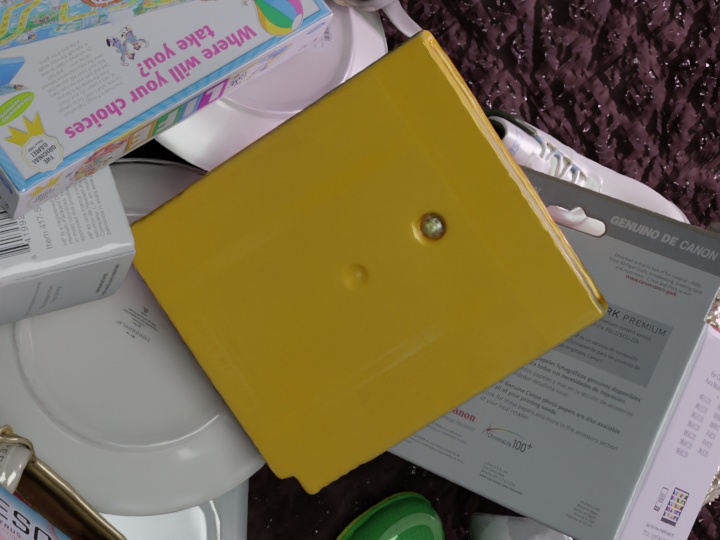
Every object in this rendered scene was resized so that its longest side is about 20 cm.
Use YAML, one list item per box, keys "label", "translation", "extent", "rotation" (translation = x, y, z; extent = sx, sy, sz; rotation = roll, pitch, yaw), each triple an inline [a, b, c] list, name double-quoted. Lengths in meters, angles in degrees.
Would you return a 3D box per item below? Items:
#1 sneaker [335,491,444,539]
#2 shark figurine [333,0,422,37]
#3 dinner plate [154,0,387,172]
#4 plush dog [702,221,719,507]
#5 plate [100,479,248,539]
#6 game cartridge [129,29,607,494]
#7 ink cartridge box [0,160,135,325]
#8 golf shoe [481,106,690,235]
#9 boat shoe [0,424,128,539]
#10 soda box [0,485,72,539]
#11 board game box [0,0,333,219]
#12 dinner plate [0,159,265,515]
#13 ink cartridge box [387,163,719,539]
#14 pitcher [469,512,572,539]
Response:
- label: "sneaker"
  translation: [0.002, 0.219, 1.248]
  extent: [0.074, 0.084, 0.200]
  rotation: [44, 61, -24]
- label: "shark figurine"
  translation: [0.012, -0.224, 1.249]
  extent: [0.128, 0.089, 0.215]
  rotation: [31, 32, -47]
- label: "dinner plate"
  translation: [-0.064, -0.142, 1.195]
  extent: [0.200, 0.024, 0.200]
  rotation: [15, 61, -30]
- label: "plush dog"
  translation: [0.167, 0.064, 1.292]
  extent: [0.160, 0.200, 0.172]
  rotation: [50, 36, 14]
- label: "plate"
  translation: [-0.150, 0.191, 1.213]
  extent: [0.200, 0.032, 0.200]
  rotation: [0, 88, -25]
- label: "game cartridge"
  translation: [0.000, 0.000, 1.138]
  extent: [0.200, 0.032, 0.176]
  rotation: [-32, 95, 16]
- label: "ink cartridge box"
  translation: [-0.236, -0.040, 1.119]
  extent: [0.200, 0.086, 0.147]
  rotation: [-15, 75, -18]
- label: "golf shoe"
  translation: [0.098, -0.048, 1.257]
  extent: [0.200, 0.097, 0.078]
  rotation: [20, 75, 10]
- label: "boat shoe"
  translation: [-0.194, 0.111, 1.128]
  extent: [0.200, 0.069, 0.074]
  rotation: [41, 42, -22]
- label: "soda box"
  translation: [-0.194, 0.143, 1.065]
  extent: [0.200, 0.068, 0.064]
  rotation: [41, 101, -16]
- label: "board game box"
  translation: [-0.133, -0.132, 1.118]
  extent: [0.200, 0.034, 0.134]
  rotation: [-32, 81, -24]
- label: "dinner plate"
  translation: [-0.123, 0.034, 1.193]
  extent: [0.200, 0.024, 0.200]
  rotation: [2, 78, -7]
- label: "ink cartridge box"
  translation: [0.107, 0.045, 1.187]
  extent: [0.084, 0.200, 0.176]
  rotation: [27, 87, -54]
- label: "pitcher"
  translation: [0.093, 0.270, 1.289]
  extent: [0.172, 0.121, 0.200]
  rotation: [42, 60, -34]
